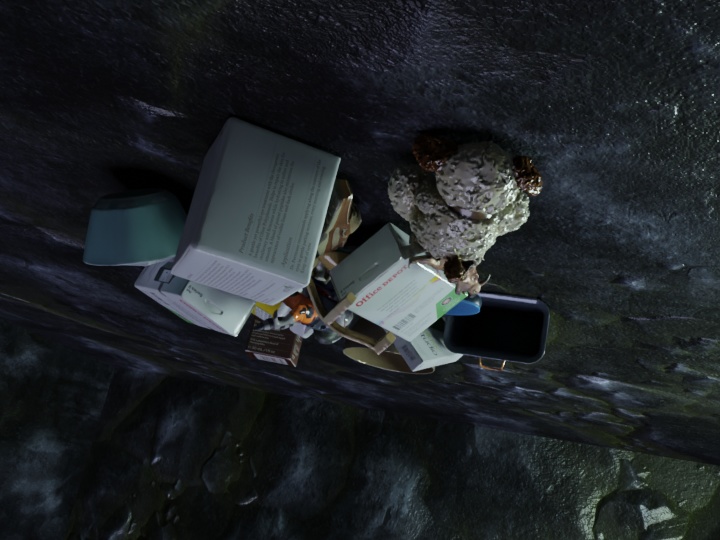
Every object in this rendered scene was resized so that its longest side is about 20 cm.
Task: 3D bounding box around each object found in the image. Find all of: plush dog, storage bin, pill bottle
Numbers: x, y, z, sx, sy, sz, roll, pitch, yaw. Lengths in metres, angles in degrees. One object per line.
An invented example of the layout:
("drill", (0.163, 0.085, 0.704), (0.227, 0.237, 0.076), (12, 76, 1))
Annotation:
("plush dog", (0.137, -0.094, 1.142), (0.200, 0.161, 0.172), (12, 137, -2))
("storage bin", (0.281, 0.127, 1.756), (0.200, 0.146, 0.134), (6, 172, 22))
("pill bottle", (-0.169, 0.044, 1.741), (0.200, 0.114, 0.114), (29, 167, 13))

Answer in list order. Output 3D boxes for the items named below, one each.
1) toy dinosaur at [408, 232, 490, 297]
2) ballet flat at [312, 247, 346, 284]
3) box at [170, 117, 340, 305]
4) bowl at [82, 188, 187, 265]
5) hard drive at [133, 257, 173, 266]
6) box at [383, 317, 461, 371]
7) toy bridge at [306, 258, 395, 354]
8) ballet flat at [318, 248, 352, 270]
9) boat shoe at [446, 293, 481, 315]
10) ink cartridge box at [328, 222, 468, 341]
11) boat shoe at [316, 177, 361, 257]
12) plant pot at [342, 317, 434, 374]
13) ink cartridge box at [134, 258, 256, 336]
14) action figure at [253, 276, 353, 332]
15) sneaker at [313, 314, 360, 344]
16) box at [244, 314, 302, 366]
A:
("toy dinosaur", (0.145, -0.044, 1.378), (0.135, 0.086, 0.200), (4, 151, 2))
("ballet flat", (-0.067, -0.018, 1.642), (0.075, 0.064, 0.200), (11, 163, 2))
("box", (-0.156, -0.076, 1.275), (0.171, 0.199, 0.200), (18, 163, -17))
("bowl", (-0.381, -0.082, 1.519), (0.200, 0.105, 0.201), (-5, -168, 1))
("hard drive", (-0.359, -0.045, 1.643), (0.132, 0.027, 0.200), (2, -164, 38))
("box", (0.119, 0.122, 1.745), (0.036, 0.144, 0.200), (-42, 161, 23))
("toy bridge", (-0.036, 0.063, 1.445), (0.200, 0.027, 0.067), (44, 120, -4))
("ballet flat", (0.000, 0.000, 1.578), (0.200, 0.063, 0.069), (9, 173, -40))
("boat shoe", (0.133, 0.030, 1.655), (0.200, 0.069, 0.084), (13, 151, 17))
("ink cartridge box", (0.067, 0.024, 1.527), (0.145, 0.088, 0.200), (-40, 141, 19))
("boat shoe", (-0.039, -0.088, 1.397), (0.074, 0.076, 0.200), (-12, 162, -19))
("plant pot", (0.074, 0.132, 1.906), (0.200, 0.135, 0.200), (12, 164, 4))
("ink cartridge box", (-0.308, 0.042, 1.647), (0.146, 0.084, 0.200), (41, 161, -33))
("action figure", (-0.101, 0.065, 1.589), (0.193, 0.105, 0.200), (10, -169, -32))
("sneaker", (-0.016, 0.063, 1.708), (0.066, 0.200, 0.091), (45, 146, 6))
("box", (-0.161, 0.088, 1.822), (0.100, 0.200, 0.075), (9, 161, 9))
